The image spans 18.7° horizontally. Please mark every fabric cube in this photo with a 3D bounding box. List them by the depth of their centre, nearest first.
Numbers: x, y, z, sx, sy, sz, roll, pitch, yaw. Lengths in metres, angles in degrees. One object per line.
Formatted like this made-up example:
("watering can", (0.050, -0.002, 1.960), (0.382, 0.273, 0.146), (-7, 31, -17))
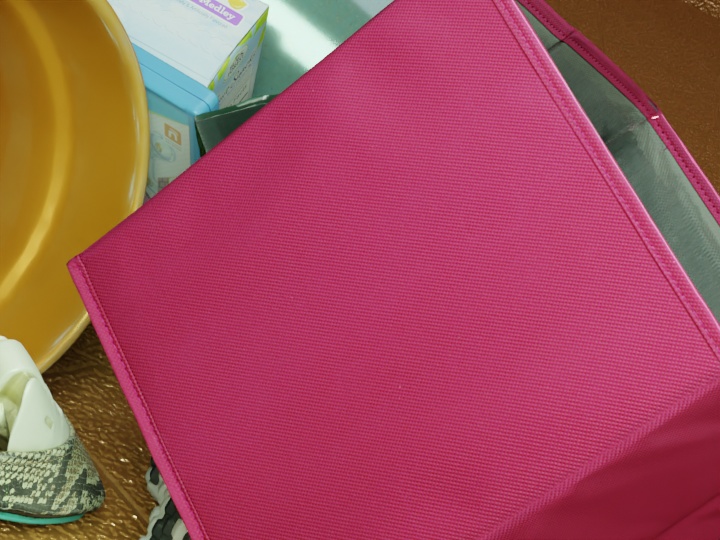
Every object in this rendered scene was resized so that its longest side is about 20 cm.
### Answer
("fabric cube", (0.049, 0.037, 0.828), (0.200, 0.199, 0.197), (28, 28, -58))

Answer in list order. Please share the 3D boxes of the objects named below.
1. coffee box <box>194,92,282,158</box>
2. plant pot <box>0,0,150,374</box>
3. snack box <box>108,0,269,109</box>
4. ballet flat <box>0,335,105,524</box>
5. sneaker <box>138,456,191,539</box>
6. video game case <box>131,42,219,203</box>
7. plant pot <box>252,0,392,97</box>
("coffee box", (0.000, 0.000, 0.974), (0.122, 0.201, 0.044), (-15, 48, -9))
("plant pot", (-0.223, -0.057, 0.932), (0.182, 0.202, 0.199), (20, 10, 41))
("snack box", (-0.141, -0.089, 1.091), (0.168, 0.200, 0.068), (29, 59, 7))
("ballet flat", (-0.167, 0.058, 0.837), (0.199, 0.076, 0.068), (7, 24, -45))
("sneaker", (-0.046, 0.104, 0.888), (0.081, 0.075, 0.200), (32, 17, -9))
("video game case", (-0.127, -0.047, 1.039), (0.143, 0.201, 0.018), (32, 58, 19))
("plant pot", (-0.025, -0.112, 1.186), (0.196, 0.201, 0.200), (39, 19, 4))
